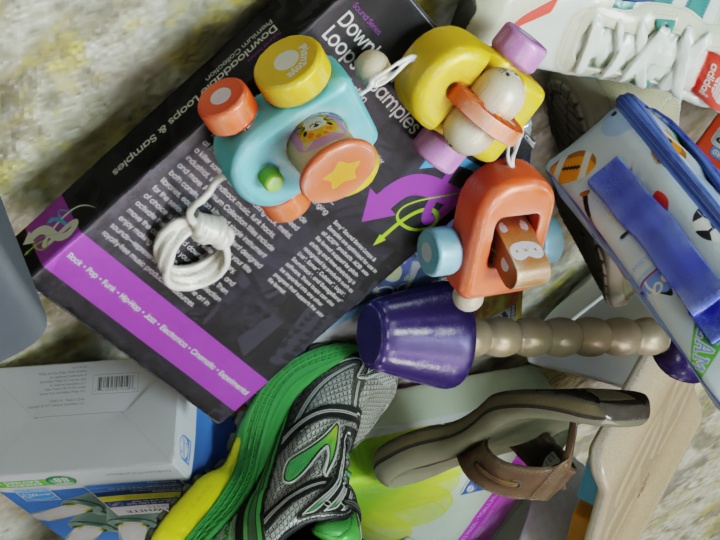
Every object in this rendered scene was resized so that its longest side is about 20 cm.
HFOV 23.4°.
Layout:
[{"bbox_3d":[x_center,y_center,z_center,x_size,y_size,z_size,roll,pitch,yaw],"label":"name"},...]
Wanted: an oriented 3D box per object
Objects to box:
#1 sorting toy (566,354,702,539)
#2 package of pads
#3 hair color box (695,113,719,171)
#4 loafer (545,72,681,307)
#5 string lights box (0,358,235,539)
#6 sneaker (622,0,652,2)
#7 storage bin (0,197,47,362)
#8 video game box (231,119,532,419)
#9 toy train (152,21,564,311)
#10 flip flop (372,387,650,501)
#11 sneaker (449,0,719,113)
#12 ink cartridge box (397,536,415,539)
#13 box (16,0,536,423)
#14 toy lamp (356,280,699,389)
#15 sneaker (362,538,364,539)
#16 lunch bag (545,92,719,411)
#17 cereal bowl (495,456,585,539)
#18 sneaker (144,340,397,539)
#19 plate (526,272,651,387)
[{"bbox_3d":[0.178,0.100,1.107,0.185,0.036,0.200,-56,158,-28],"label":"sorting toy"},{"bbox_3d":[0.021,0.141,1.133,0.199,0.068,0.155,-7,144,-33],"label":"package of pads"},{"bbox_3d":[0.270,-0.113,0.914,0.200,0.064,0.111,-55,149,5],"label":"hair color box"},{"bbox_3d":[0.147,-0.047,0.942,0.068,0.076,0.200,-23,151,-2],"label":"loafer"},{"bbox_3d":[-0.113,0.109,0.922,0.102,0.059,0.200,-5,154,12],"label":"string lights box"},{"bbox_3d":[0.191,-0.172,0.748,0.200,0.088,0.075,-29,120,-15],"label":"sneaker"},{"bbox_3d":[-0.188,-0.040,0.562,0.145,0.135,0.200,-27,151,-7],"label":"storage bin"},{"bbox_3d":[0.000,0.000,0.909,0.182,0.047,0.200,-23,151,-9],"label":"video game box"},{"bbox_3d":[0.019,-0.030,0.740,0.199,0.056,0.151,-3,126,-29],"label":"toy train"},{"bbox_3d":[0.083,0.103,0.963,0.081,0.058,0.200,4,160,-41],"label":"flip flop"},{"bbox_3d":[0.140,-0.114,0.805,0.199,0.094,0.070,-12,147,-31],"label":"sneaker"},{"bbox_3d":[0.000,0.278,1.070,0.145,0.145,0.200,33,137,-33],"label":"ink cartridge box"},{"bbox_3d":[-0.035,-0.035,0.768,0.200,0.036,0.143,-40,135,6],"label":"box"},{"bbox_3d":[0.094,0.034,0.921,0.199,0.058,0.058,1,140,-27],"label":"toy lamp"},{"bbox_3d":[-0.087,0.186,1.030,0.200,0.075,0.087,-14,158,40],"label":"sneaker"},{"bbox_3d":[0.174,0.013,0.811,0.076,0.200,0.160,-41,138,10],"label":"lunch bag"},{"bbox_3d":[0.118,0.223,1.227,0.083,0.200,0.200,25,134,-4],"label":"cereal bowl"},{"bbox_3d":[-0.028,0.113,0.861,0.200,0.085,0.078,-55,152,-43],"label":"sneaker"},{"bbox_3d":[0.217,0.001,1.136,0.200,0.032,0.199,-42,151,20],"label":"plate"}]
